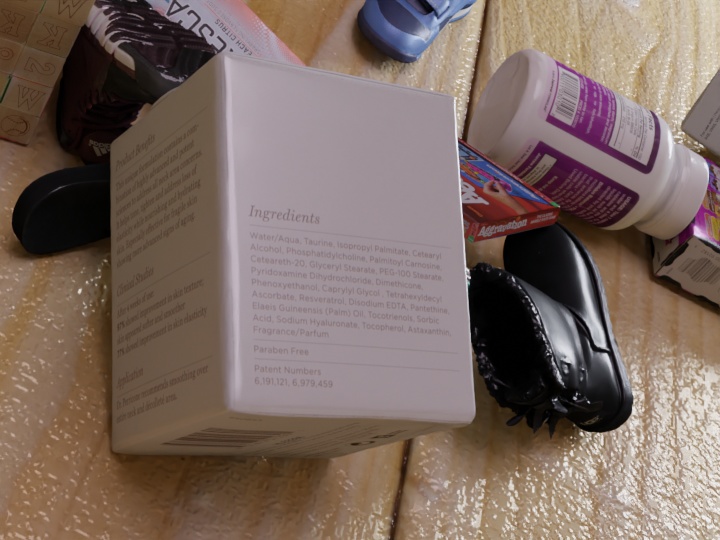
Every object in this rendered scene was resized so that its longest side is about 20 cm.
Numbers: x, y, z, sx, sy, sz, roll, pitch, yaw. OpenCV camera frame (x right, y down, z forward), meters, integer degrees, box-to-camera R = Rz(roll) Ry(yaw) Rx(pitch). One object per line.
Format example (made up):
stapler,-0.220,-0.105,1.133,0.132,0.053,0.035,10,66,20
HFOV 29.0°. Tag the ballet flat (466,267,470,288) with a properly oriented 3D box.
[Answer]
ballet flat,0.000,0.000,1.009,0.198,0.070,0.070,2,52,-34

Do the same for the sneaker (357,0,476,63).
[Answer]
sneaker,0.063,-0.258,1.274,0.074,0.082,0.200,41,42,0

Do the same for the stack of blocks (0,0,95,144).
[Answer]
stack of blocks,-0.212,-0.196,0.910,0.058,0.200,0.116,15,46,-25

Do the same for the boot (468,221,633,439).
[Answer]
boot,0.127,0.030,1.032,0.162,0.073,0.200,22,44,-54

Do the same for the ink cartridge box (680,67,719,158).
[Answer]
ink cartridge box,0.433,-0.112,1.366,0.200,0.084,0.146,42,20,29

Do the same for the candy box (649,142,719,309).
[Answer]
candy box,0.364,-0.017,1.303,0.198,0.061,0.137,26,40,-16

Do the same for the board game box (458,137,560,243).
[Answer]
board game box,0.054,-0.086,1.102,0.102,0.020,0.199,-14,41,-43

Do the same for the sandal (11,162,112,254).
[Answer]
sandal,-0.136,-0.044,0.931,0.199,0.076,0.048,-21,55,-37

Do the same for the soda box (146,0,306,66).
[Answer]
soda box,-0.109,-0.166,1.037,0.200,0.064,0.068,45,78,-3

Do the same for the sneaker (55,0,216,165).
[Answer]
sneaker,-0.155,-0.112,0.930,0.075,0.117,0.200,6,21,-27

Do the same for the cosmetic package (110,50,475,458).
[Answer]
cosmetic package,-0.046,0.002,0.836,0.165,0.167,0.203,6,74,-31

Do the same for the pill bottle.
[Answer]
pill bottle,0.202,-0.103,1.218,0.198,0.112,0.113,25,42,-19
